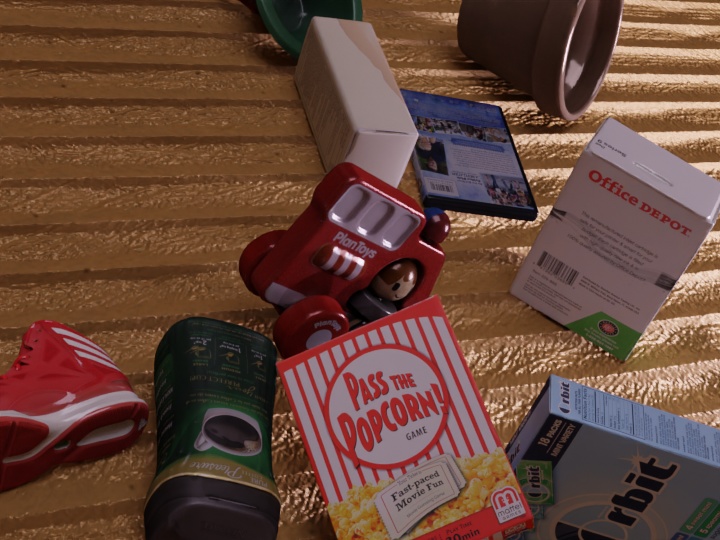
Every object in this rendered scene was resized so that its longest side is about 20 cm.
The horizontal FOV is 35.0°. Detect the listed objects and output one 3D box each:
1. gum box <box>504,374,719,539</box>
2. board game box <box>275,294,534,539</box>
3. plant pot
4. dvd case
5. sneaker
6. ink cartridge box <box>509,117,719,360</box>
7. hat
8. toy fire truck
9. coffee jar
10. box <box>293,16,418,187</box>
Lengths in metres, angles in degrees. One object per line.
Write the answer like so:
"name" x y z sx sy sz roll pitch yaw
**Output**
"gum box" 0.216 0.184 0.956 0.197 0.171 0.045 19 42 -5
"board game box" 0.033 0.141 0.931 0.150 0.046 0.202 -23 66 0
"plant pot" 0.223 -0.315 1.471 0.173 0.203 0.200 22 39 25
"dvd case" 0.124 -0.139 1.357 0.141 0.018 0.202 7 44 -18
"sneaker" -0.278 0.104 0.906 0.198 0.079 0.116 -1 37 -41
"ink cartridge box" 0.262 -0.030 1.170 0.145 0.201 0.084 32 41 10
"hat" -0.116 -0.334 1.452 0.164 0.175 0.203 -20 94 -40
"toy fire truck" 0.000 0.000 1.025 0.199 0.168 0.113 24 26 -46
"coffee jar" -0.117 0.140 0.916 0.103 0.086 0.202 17 41 -21
"box" -0.009 -0.188 1.293 0.077 0.096 0.202 1 48 -23
